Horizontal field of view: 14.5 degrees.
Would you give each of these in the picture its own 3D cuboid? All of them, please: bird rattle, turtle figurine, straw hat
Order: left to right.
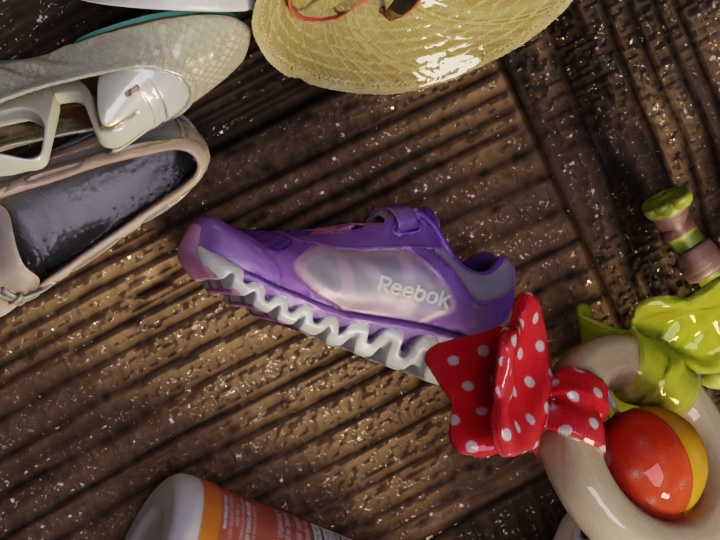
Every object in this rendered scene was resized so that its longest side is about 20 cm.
[{"bbox_3d":[0.024,-0.183,1.468,0.200,0.201,0.085,-20,60,-9],"label":"straw hat"},{"bbox_3d":[0.137,0.078,1.463,0.113,0.200,0.163,-36,78,33],"label":"bird rattle"},{"bbox_3d":[0.230,0.020,1.558,0.199,0.064,0.162,-18,99,24],"label":"turtle figurine"}]

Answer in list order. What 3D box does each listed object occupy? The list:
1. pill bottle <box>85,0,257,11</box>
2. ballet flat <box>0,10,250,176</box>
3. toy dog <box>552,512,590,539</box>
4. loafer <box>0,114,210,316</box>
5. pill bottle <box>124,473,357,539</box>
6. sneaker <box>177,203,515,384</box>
[{"bbox_3d":[-0.092,-0.234,1.420,0.113,0.113,0.201,1,100,-13],"label":"pill bottle"},{"bbox_3d":[-0.149,-0.082,1.448,0.199,0.068,0.063,-12,61,3],"label":"ballet flat"},{"bbox_3d":[0.158,0.220,1.548,0.193,0.140,0.201,-20,102,-11],"label":"toy dog"},{"bbox_3d":[-0.169,-0.023,1.466,0.200,0.063,0.072,-30,106,-6],"label":"loafer"},{"bbox_3d":[-0.030,0.193,1.512,0.199,0.112,0.112,23,94,-16],"label":"pill bottle"},{"bbox_3d":[0.000,0.000,1.507,0.200,0.080,0.089,20,90,-21],"label":"sneaker"}]
